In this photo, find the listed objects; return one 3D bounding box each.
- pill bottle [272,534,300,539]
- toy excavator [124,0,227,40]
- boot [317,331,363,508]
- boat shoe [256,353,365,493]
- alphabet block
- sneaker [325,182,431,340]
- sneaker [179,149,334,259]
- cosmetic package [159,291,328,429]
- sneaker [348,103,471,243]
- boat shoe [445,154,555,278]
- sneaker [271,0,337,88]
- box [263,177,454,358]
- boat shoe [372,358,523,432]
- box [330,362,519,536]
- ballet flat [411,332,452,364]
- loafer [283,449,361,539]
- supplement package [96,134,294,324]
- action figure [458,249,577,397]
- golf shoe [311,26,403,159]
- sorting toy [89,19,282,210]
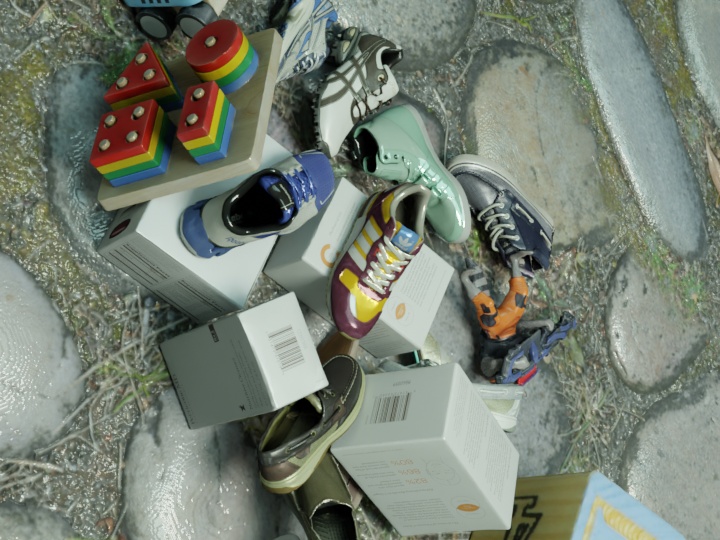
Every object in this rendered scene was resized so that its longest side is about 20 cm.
[{"bbox_3d":[-0.061,0.409,1.473,0.113,0.113,0.201,-36,100,-35],"label":"pill bottle"},{"bbox_3d":[-0.258,-0.373,1.509,0.101,0.193,0.201,-63,143,-27],"label":"toy excavator"},{"bbox_3d":[-0.020,0.188,1.589,0.146,0.070,0.201,49,57,-24],"label":"boot"},{"bbox_3d":[-0.053,0.160,1.465,0.201,0.072,0.065,-59,147,-41],"label":"boat shoe"},{"bbox_3d":[0.264,0.387,1.657,0.195,0.199,0.198,37,60,-22],"label":"alphabet block"},{"bbox_3d":[0.024,-0.016,1.523,0.075,0.090,0.202,29,64,-27],"label":"sneaker"},{"bbox_3d":[-0.090,-0.074,1.424,0.198,0.115,0.081,-28,98,-37],"label":"sneaker"},{"bbox_3d":[-0.132,0.103,1.439,0.081,0.199,0.114,-21,88,-37],"label":"cosmetic package"},{"bbox_3d":[0.060,-0.112,1.701,0.118,0.074,0.202,-25,85,-43],"label":"sneaker"},{"bbox_3d":[0.192,-0.072,1.777,0.199,0.074,0.093,34,43,-26],"label":"boat shoe"},{"bbox_3d":[-0.080,-0.277,1.642,0.085,0.077,0.201,40,60,-26],"label":"sneaker"},{"bbox_3d":[0.000,0.000,1.620,0.199,0.097,0.125,38,61,-23],"label":"box"},{"bbox_3d":[0.109,0.145,1.613,0.200,0.074,0.066,20,81,-15],"label":"boat shoe"},{"bbox_3d":[0.081,0.216,1.545,0.201,0.151,0.107,55,37,-40],"label":"box"},{"bbox_3d":[0.108,0.157,1.678,0.062,0.067,0.203,-13,94,-1],"label":"ballet flat"},{"bbox_3d":[-0.035,0.263,1.453,0.074,0.070,0.201,-11,58,-24],"label":"loafer"},{"bbox_3d":[-0.179,-0.071,1.500,0.155,0.110,0.202,37,60,-23],"label":"supplement package"},{"bbox_3d":[0.205,0.073,1.759,0.199,0.104,0.196,-21,107,-48],"label":"action figure"},{"bbox_3d":[-0.003,-0.225,1.653,0.093,0.078,0.202,10,63,13],"label":"golf shoe"},{"bbox_3d":[-0.198,-0.183,1.423,0.070,0.198,0.201,52,34,-44],"label":"sorting toy"}]
